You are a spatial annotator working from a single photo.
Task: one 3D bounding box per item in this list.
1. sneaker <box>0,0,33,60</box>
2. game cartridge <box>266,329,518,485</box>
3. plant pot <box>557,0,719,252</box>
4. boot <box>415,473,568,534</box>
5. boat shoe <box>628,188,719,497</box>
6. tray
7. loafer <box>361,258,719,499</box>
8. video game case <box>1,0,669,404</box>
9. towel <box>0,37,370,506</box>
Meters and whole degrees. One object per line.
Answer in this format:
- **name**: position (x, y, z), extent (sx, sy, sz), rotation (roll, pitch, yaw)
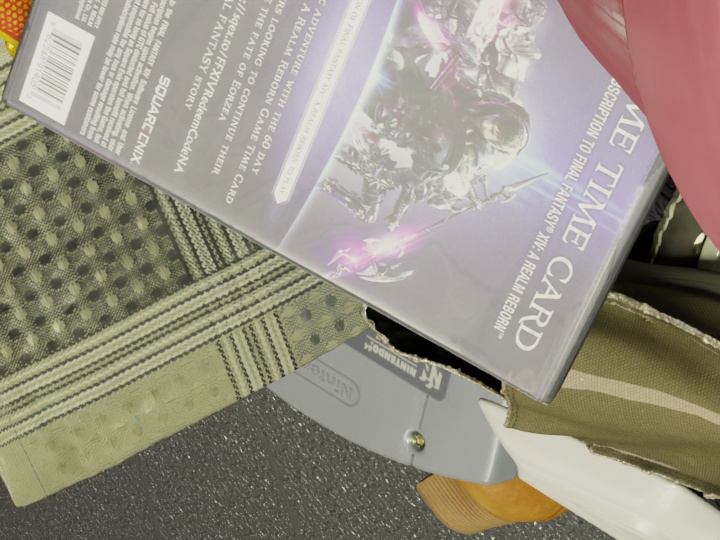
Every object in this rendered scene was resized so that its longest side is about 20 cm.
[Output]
- **sneaker**: position (-0.079, -0.101, 0.840), extent (0.073, 0.199, 0.078), rotation (-105, 18, -67)
- **game cartridge**: position (0.000, 0.000, 1.065), extent (0.200, 0.041, 0.134), rotation (31, 124, 33)
- **plant pot**: position (0.132, -0.083, 0.598), extent (0.201, 0.200, 0.179), rotation (57, 170, -23)
- **boot**: position (0.030, 0.022, 1.109), extent (0.201, 0.071, 0.144), rotation (50, 148, 0)
- **boat shoe**: position (0.112, 0.020, 0.929), extent (0.060, 0.072, 0.202), rotation (34, 157, 20)
- **tray**: position (0.133, 0.109, 0.999), extent (0.107, 0.022, 0.200), rotation (20, 170, 47)
- **loafer**: position (0.077, 0.035, 0.843), extent (0.199, 0.069, 0.076), rotation (23, 131, 44)
- **video game case**: position (-0.002, -0.064, 0.767), extent (0.199, 0.019, 0.143), rotation (28, 121, 7)
- **towel**: position (-0.079, -0.037, 0.910), extent (0.035, 0.199, 0.193), rotation (42, 156, 63)
